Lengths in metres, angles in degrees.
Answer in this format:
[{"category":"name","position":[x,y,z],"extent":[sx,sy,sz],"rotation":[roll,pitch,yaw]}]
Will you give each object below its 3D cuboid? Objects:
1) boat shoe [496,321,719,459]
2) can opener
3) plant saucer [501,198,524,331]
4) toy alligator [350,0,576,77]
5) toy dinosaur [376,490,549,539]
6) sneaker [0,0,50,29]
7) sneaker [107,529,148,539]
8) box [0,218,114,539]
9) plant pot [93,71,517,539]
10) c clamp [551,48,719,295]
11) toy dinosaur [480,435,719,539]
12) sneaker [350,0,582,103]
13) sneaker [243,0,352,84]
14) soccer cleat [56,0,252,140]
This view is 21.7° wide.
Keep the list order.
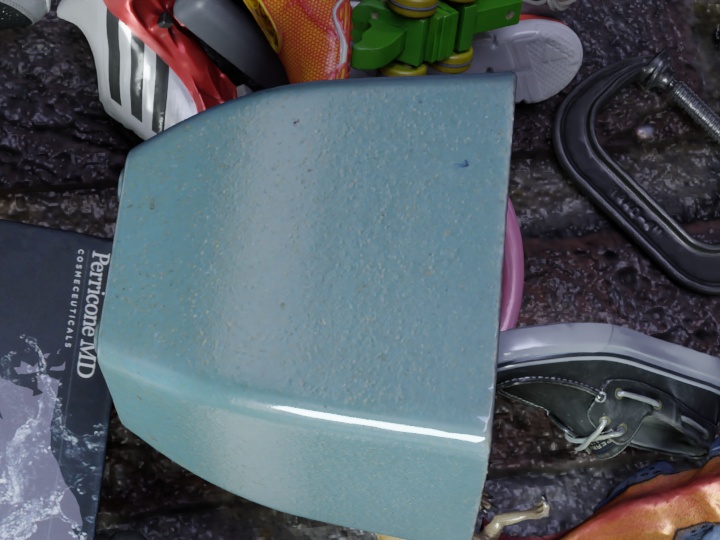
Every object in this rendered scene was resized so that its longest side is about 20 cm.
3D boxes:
[{"category":"boat shoe","position":[0.149,0.076,1.124],"extent":[0.199,0.072,0.072],"rotation":[10,70,-34]},{"category":"can opener","position":[-0.020,-0.127,1.146],"extent":[0.200,0.067,0.054],"rotation":[36,50,-30]},{"category":"plant saucer","position":[0.000,0.000,1.124],"extent":[0.199,0.051,0.203],"rotation":[1,87,-21]},{"category":"toy alligator","position":[0.054,-0.160,1.148],"extent":[0.199,0.060,0.054],"rotation":[-24,44,-39]},{"category":"toy dinosaur","position":[0.041,0.147,1.081],"extent":[0.199,0.101,0.058],"rotation":[34,30,-3]},{"category":"sneaker","position":[-0.285,-0.147,1.125],"extent":[0.198,0.078,0.078],"rotation":[-6,84,-13]},{"category":"sneaker","position":[-0.067,0.217,1.042],"extent":[0.200,0.076,0.091],"rotation":[50,55,0]},{"category":"box","position":[-0.238,0.076,1.019],"extent":[0.198,0.118,0.198],"rotation":[10,67,-12]},{"category":"plant pot","position":[-0.028,0.019,0.972],"extent":[0.198,0.196,0.198],"rotation":[5,67,3]},{"category":"c clamp","position":[0.230,-0.074,1.258],"extent":[0.200,0.027,0.171],"rotation":[39,69,1]},{"category":"toy dinosaur","position":[0.195,0.146,1.071],"extent":[0.198,0.182,0.106],"rotation":[-12,73,-18]},{"category":"sneaker","position":[0.042,-0.155,1.225],"extent":[0.198,0.077,0.082],"rotation":[5,41,-14]},{"category":"sneaker","position":[-0.049,-0.168,1.090],"extent":[0.076,0.073,0.202],"rotation":[-11,70,-11]},{"category":"soccer cleat","position":[-0.115,-0.100,1.153],"extent":[0.069,0.085,0.201],"rotation":[-44,109,-46]}]
